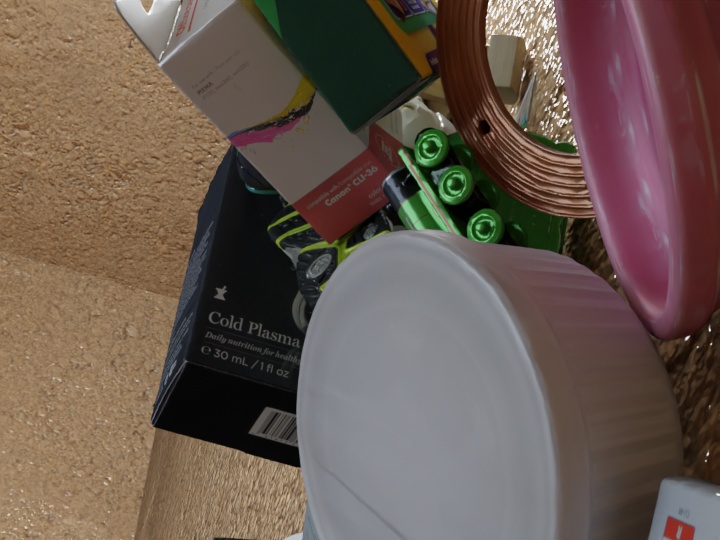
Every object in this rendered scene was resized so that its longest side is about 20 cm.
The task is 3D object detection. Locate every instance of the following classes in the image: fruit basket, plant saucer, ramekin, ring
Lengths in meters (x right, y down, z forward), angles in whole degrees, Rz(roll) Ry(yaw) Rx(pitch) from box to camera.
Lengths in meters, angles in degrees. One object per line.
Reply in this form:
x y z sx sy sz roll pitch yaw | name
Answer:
0.069 -0.006 0.846 0.200 0.093 0.186 131 152 -71 | fruit basket
0.130 -0.072 0.577 0.201 0.051 0.202 -12 -90 -88 | plant saucer
0.059 0.080 0.614 0.202 0.094 0.204 11 103 55 | ramekin
0.117 -0.128 0.703 0.200 0.019 0.202 10 103 47 | ring

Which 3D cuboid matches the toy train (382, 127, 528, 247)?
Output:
0.071 0.006 0.711 0.056 0.042 0.200 -42 58 19 | toy train

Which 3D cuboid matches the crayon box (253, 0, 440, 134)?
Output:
-0.015 -0.182 0.826 0.058 0.173 0.200 -36 3 18 | crayon box

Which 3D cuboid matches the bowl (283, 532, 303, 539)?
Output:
-0.063 0.295 1.070 0.201 0.090 0.202 -163 90 -78 | bowl

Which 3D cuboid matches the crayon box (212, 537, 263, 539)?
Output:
-0.063 0.235 0.824 0.200 0.058 0.120 146 129 -78 | crayon box

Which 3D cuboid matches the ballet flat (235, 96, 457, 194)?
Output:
0.009 -0.093 0.964 0.073 0.199 0.074 178 90 -83 | ballet flat

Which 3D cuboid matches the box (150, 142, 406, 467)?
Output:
-0.036 0.036 1.016 0.124 0.199 0.198 125 158 -54 | box

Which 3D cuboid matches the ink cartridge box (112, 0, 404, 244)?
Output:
-0.057 -0.128 0.829 0.067 0.200 0.117 -35 27 19 | ink cartridge box

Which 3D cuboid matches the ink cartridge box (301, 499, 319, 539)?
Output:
0.012 0.210 0.820 0.200 0.083 0.177 -123 40 -75 | ink cartridge box

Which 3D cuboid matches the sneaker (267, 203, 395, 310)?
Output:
0.000 0.000 0.874 0.075 0.076 0.200 -40 24 4 | sneaker

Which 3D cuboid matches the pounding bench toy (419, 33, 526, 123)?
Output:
0.027 -0.139 1.061 0.200 0.155 0.125 126 157 -58 | pounding bench toy

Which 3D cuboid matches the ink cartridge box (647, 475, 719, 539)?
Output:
0.125 0.178 0.439 0.162 0.050 0.201 178 110 -78 | ink cartridge box
